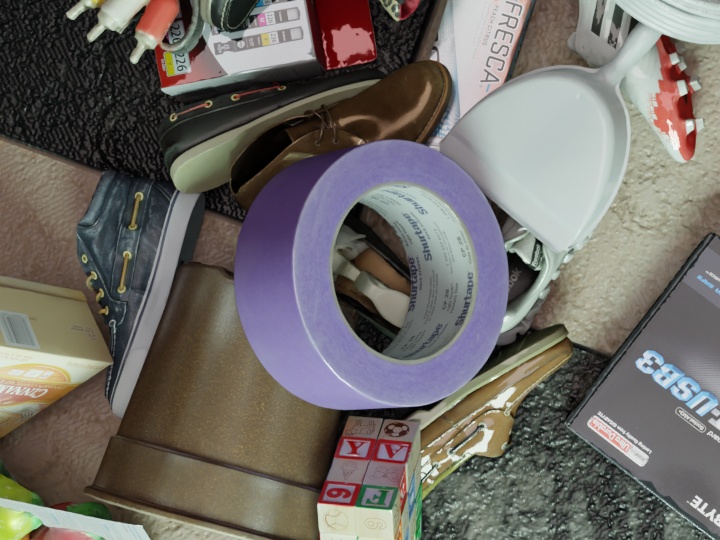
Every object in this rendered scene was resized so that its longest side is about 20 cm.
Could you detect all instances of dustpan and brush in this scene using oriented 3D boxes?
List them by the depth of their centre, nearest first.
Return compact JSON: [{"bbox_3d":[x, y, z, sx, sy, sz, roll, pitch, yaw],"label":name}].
[{"bbox_3d":[0.175,-0.130,1.423,0.140,0.057,0.200,41,103,14],"label":"dustpan and brush"}]

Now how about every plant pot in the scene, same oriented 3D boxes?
[{"bbox_3d":[-0.097,0.107,1.442,0.200,0.200,0.199,14,82,6],"label":"plant pot"}]

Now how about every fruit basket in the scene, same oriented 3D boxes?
[{"bbox_3d":[-0.258,0.204,1.459,0.200,0.185,0.094,5,67,5],"label":"fruit basket"}]

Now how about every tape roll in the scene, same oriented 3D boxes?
[{"bbox_3d":[0.010,0.005,1.370,0.200,0.085,0.200,4,83,-34],"label":"tape roll"}]

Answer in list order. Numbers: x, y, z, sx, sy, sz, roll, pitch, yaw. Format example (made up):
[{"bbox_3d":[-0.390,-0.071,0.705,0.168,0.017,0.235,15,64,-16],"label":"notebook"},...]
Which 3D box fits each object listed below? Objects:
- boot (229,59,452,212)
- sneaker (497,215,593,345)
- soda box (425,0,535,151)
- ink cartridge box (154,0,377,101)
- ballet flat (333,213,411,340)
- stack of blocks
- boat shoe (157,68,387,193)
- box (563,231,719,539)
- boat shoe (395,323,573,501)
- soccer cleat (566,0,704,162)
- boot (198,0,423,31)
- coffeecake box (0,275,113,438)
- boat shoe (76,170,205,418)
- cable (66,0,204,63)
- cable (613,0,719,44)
[{"bbox_3d":[-0.017,-0.106,1.443,0.200,0.075,0.074,-36,52,14],"label":"boot"},{"bbox_3d":[0.147,-0.033,1.462,0.075,0.081,0.200,26,84,7],"label":"sneaker"},{"bbox_3d":[0.094,-0.177,1.482,0.068,0.064,0.200,17,90,6],"label":"soda box"},{"bbox_3d":[-0.089,-0.256,1.491,0.175,0.084,0.200,-11,87,5],"label":"ink cartridge box"},{"bbox_3d":[0.000,0.000,1.485,0.200,0.068,0.068,34,93,6],"label":"ballet flat"},{"bbox_3d":[0.011,0.231,1.436,0.058,0.115,0.200,4,121,11],"label":"stack of blocks"},{"bbox_3d":[-0.069,-0.129,1.491,0.201,0.074,0.063,-20,59,-5],"label":"boat shoe"},{"bbox_3d":[0.301,0.106,1.465,0.200,0.050,0.199,38,92,6],"label":"box"},{"bbox_3d":[0.097,0.119,1.478,0.200,0.072,0.068,-34,90,14],"label":"boat shoe"},{"bbox_3d":[0.215,-0.177,1.472,0.085,0.069,0.200,-21,92,24],"label":"soccer cleat"},{"bbox_3d":[-0.023,-0.240,1.382,0.150,0.073,0.200,37,107,12],"label":"boot"},{"bbox_3d":[-0.326,0.088,1.446,0.200,0.153,0.073,-33,70,19],"label":"coffeecake box"},{"bbox_3d":[-0.198,0.018,1.509,0.091,0.071,0.201,15,85,8],"label":"boat shoe"},{"bbox_3d":[-0.140,-0.252,1.427,0.097,0.050,0.200,35,94,9],"label":"cable"},{"bbox_3d":[0.264,-0.273,1.422,0.200,0.069,0.200,-35,81,-29],"label":"cable"}]
